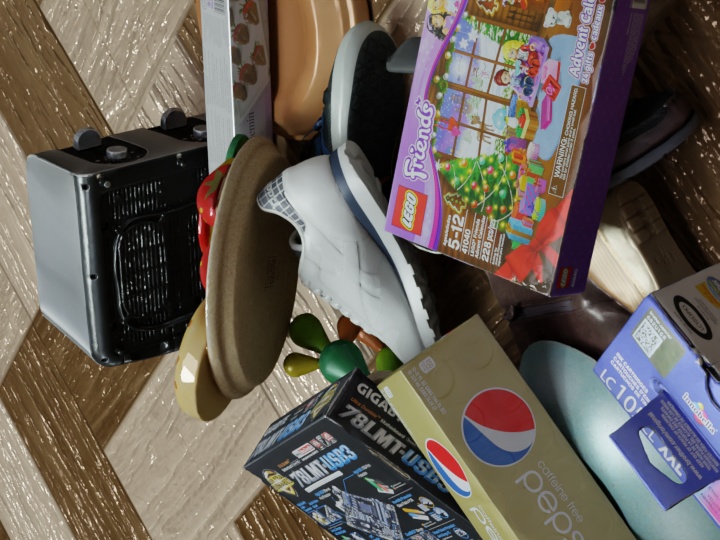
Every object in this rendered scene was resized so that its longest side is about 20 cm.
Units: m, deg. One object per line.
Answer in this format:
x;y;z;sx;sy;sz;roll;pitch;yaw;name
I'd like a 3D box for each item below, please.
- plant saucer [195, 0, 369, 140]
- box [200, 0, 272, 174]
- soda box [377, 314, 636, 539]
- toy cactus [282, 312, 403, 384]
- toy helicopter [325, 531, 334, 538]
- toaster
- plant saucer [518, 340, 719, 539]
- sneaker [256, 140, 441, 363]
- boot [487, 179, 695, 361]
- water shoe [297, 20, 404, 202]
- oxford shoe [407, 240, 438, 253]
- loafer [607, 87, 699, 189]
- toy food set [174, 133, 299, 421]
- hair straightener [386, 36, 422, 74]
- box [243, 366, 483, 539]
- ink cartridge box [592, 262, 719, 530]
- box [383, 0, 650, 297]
-0.069;-0.197;1.275;0.199;0.037;0.202;27;127;43;plant saucer
-0.095;-0.135;1.273;0.041;0.038;0.202;25;125;46;box
0.099;0.132;1.047;0.201;0.067;0.064;55;161;4;soda box
0.012;0.103;1.227;0.201;0.102;0.165;53;179;9;toy cactus
0.019;0.247;1.357;0.200;0.078;0.133;41;145;49;toy helicopter
-0.168;-0.025;1.367;0.118;0.180;0.202;28;127;48;toaster
0.158;0.141;1.080;0.201;0.039;0.202;49;160;24;plant saucer
0.000;0.000;1.191;0.077;0.080;0.201;-102;-15;-60;sneaker
0.166;0.047;1.073;0.166;0.072;0.202;-34;77;61;boot
-0.017;-0.091;1.221;0.078;0.071;0.202;22;124;35;water shoe
0.088;-0.066;1.117;0.200;0.057;0.076;-41;69;49;oxford shoe
0.114;-0.072;1.030;0.199;0.072;0.063;-25;105;36;loafer
-0.088;0.000;1.216;0.048;0.198;0.202;6;110;13;toy food set
0.081;-0.140;1.050;0.199;0.041;0.077;10;141;56;hair straightener
0.031;0.164;1.163;0.198;0.050;0.200;38;154;-5;box
0.223;0.062;0.881;0.137;0.199;0.077;53;141;21;ink cartridge box
0.092;-0.100;0.987;0.136;0.039;0.202;22;108;40;box
